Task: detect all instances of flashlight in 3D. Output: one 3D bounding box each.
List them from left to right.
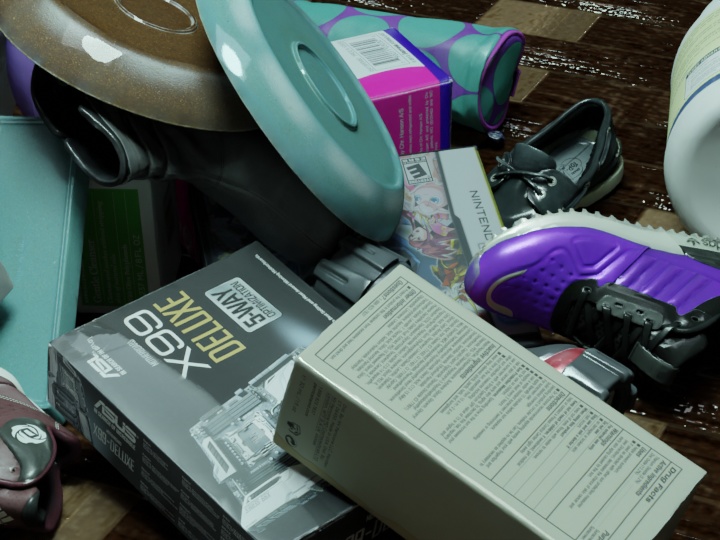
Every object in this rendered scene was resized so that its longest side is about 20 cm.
[{"bbox_3d":[0.064,0.042,1.119,0.199,0.068,0.068,32,17,27],"label":"flashlight"}]

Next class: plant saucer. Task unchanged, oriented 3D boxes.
[{"bbox_3d":[-0.207,-0.005,1.169,0.069,0.019,0.202,1,70,5],"label":"plant saucer"},{"bbox_3d":[-0.133,-0.152,1.198,0.199,0.032,0.201,20,27,-11],"label":"plant saucer"},{"bbox_3d":[-0.030,-0.109,1.177,0.027,0.200,0.201,-33,27,15],"label":"plant saucer"}]

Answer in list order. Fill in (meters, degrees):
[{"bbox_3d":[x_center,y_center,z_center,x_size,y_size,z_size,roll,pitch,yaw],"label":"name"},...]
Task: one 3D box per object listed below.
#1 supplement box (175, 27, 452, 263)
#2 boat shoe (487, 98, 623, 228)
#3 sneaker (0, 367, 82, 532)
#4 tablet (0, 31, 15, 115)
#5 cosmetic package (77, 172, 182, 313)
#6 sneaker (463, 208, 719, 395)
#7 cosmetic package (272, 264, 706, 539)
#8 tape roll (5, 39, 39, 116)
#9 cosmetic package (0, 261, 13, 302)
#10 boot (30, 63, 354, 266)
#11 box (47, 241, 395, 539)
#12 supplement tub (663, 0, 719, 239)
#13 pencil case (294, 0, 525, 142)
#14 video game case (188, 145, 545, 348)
[{"bbox_3d":[-0.045,-0.091,1.345,0.199,0.104,0.101,-13,33,-20],"label":"supplement box"},{"bbox_3d":[0.122,-0.062,1.320,0.074,0.067,0.199,25,42,34],"label":"boat shoe"},{"bbox_3d":[-0.234,0.120,1.031,0.115,0.076,0.200,25,39,32],"label":"sneaker"},{"bbox_3d":[-0.266,-0.145,1.359,0.014,0.201,0.130,26,36,7],"label":"tablet"},{"bbox_3d":[-0.224,-0.037,1.259,0.198,0.108,0.085,0,32,5],"label":"cosmetic package"},{"bbox_3d":[0.163,0.026,1.146,0.198,0.070,0.100,5,46,-14],"label":"sneaker"},{"bbox_3d":[0.065,0.096,0.987,0.199,0.073,0.103,36,47,17],"label":"cosmetic package"},{"bbox_3d":[-0.149,-0.154,1.359,0.199,0.202,0.066,-15,32,-21],"label":"tape roll"},{"bbox_3d":[-0.310,0.039,1.099,0.112,0.081,0.201,18,59,31],"label":"cosmetic package"},{"bbox_3d":[-0.108,-0.063,1.167,0.200,0.070,0.131,39,28,25],"label":"boot"},{"bbox_3d":[-0.057,0.081,1.071,0.157,0.050,0.200,-26,51,-35],"label":"box"},{"bbox_3d":[0.285,-0.108,1.313,0.144,0.146,0.200,4,31,9],"label":"supplement tub"},{"bbox_3d":[0.024,-0.157,1.469,0.199,0.086,0.092,11,-5,22],"label":"pencil case"},{"bbox_3d":[0.000,0.000,1.215,0.198,0.026,0.182,-8,48,-9],"label":"video game case"}]
